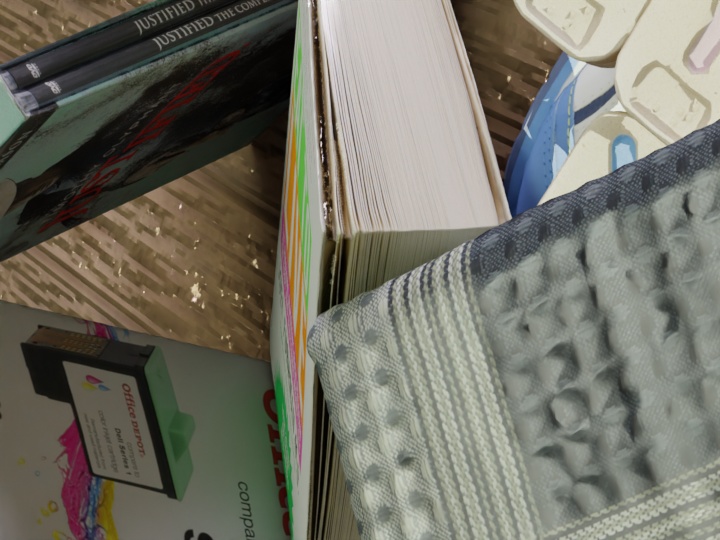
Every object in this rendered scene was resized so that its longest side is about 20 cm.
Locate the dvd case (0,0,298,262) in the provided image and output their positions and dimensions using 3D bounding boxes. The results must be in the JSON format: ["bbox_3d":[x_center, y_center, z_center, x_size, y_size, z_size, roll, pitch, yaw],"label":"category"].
[{"bbox_3d":[-0.071,-0.050,0.946,0.022,0.200,0.146,57,136,7],"label":"dvd case"}]

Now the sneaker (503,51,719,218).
[{"bbox_3d":[0.096,-0.039,0.750,0.082,0.074,0.201,42,117,51],"label":"sneaker"}]

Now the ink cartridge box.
[{"bbox_3d":[-0.104,0.091,0.908,0.084,0.199,0.145,-43,45,40],"label":"ink cartridge box"}]

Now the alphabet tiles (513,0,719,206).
[{"bbox_3d":[0.121,-0.048,0.679,0.200,0.015,0.196,44,111,31],"label":"alphabet tiles"}]

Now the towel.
[{"bbox_3d":[0.082,0.072,0.682,0.192,0.034,0.201,-26,69,36],"label":"towel"}]

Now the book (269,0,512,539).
[{"bbox_3d":[0.000,0.000,0.857,0.200,0.048,0.134,96,169,-51],"label":"book"}]
